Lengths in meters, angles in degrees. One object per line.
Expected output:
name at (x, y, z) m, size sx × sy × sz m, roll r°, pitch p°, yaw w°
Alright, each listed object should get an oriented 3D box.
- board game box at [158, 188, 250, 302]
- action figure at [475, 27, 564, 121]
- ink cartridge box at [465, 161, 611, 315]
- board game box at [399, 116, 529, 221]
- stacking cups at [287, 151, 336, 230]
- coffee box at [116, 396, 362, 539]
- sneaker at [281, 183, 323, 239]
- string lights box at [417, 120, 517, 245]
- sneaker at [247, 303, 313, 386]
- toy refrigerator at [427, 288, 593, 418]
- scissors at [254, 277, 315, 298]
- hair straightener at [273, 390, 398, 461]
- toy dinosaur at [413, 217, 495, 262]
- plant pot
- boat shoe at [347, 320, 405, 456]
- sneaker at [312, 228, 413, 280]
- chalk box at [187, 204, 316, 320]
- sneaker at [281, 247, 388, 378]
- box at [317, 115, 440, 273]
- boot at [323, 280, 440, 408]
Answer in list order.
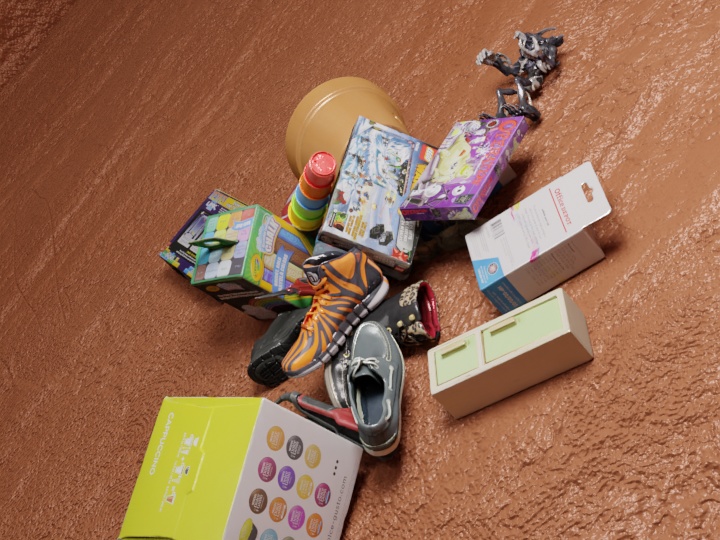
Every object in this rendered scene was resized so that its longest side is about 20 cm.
board game box at (-0.251, -0.047, 2.062) m, size 0.166 × 0.057 × 0.200 m, roll -49°, pitch 35°, yaw -9°
action figure at (0.245, -0.313, 1.788) m, size 0.119 × 0.102 × 0.201 m, roll -20°, pitch 43°, yaw 48°
ink cartridge box at (0.247, -0.043, 1.546) m, size 0.199 × 0.068 × 0.116 m, roll -32°, pitch 38°, yaw 19°
board game box at (0.148, -0.145, 1.648) m, size 0.119 × 0.032 × 0.200 m, roll 3°, pitch 45°, yaw 35°
stacking cups at (-0.065, -0.117, 1.734) m, size 0.061 × 0.060 × 0.200 m, roll -60°, pitch 2°, yaw -20°
coffee box at (-0.152, 0.286, 1.486) m, size 0.199 × 0.197 × 0.201 m, roll -4°, pitch 62°, yaw 42°
sneaker at (-0.065, -0.091, 1.905) m, size 0.199 × 0.071 × 0.113 m, roll -10°, pitch 52°, yaw 42°
string lights box at (0.126, -0.121, 1.752) m, size 0.200 × 0.059 × 0.103 m, roll -39°, pitch 38°, yaw 9°
sneaker at (-0.093, 0.087, 1.759) m, size 0.199 × 0.076 × 0.091 m, roll -33°, pitch 32°, yaw 14°
toy refrigerator at (0.184, 0.104, 1.463) m, size 0.199 × 0.070 × 0.076 m, roll -28°, pitch 39°, yaw 24°
scissors at (-0.106, 0.029, 1.747) m, size 0.073 × 0.199 × 0.014 m, roll 31°, pitch 111°, yaw 37°
hair straightener at (-0.038, 0.216, 1.561) m, size 0.199 × 0.077 × 0.041 m, roll 14°, pitch 36°, yaw 26°
toy dinosaur at (0.148, -0.070, 1.667) m, size 0.199 × 0.089 × 0.047 m, roll -15°, pitch 17°, yaw 34°
plant pot at (-0.001, -0.187, 1.826) m, size 0.200 × 0.200 × 0.140 m, roll -45°, pitch 37°, yaw 0°
boat shoe at (0.018, 0.139, 1.511) m, size 0.072 × 0.062 × 0.201 m, roll -12°, pitch 50°, yaw 11°
sneaker at (0.000, 0.000, 1.761) m, size 0.199 × 0.079 × 0.096 m, roll 17°, pitch 86°, yaw 49°
chalk box at (-0.176, -0.019, 1.817) m, size 0.124 × 0.200 × 0.125 m, roll -8°, pitch 61°, yaw 40°
sneaker at (-0.059, 0.048, 1.615) m, size 0.200 × 0.112 × 0.077 m, roll -49°, pitch 28°, yaw -16°
box at (0.030, -0.111, 1.679) m, size 0.040 × 0.136 × 0.201 m, roll 126°, pitch 163°, yaw -62°
boot at (0.032, 0.107, 1.616) m, size 0.150 × 0.073 × 0.201 m, roll -24°, pitch 35°, yaw 27°
